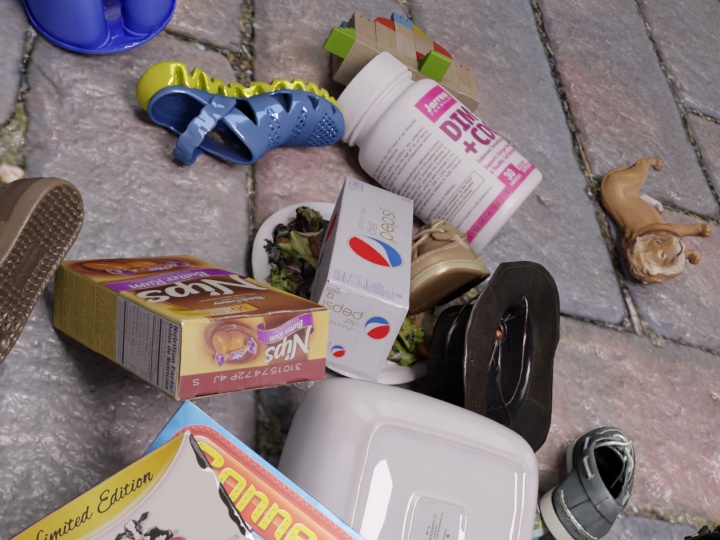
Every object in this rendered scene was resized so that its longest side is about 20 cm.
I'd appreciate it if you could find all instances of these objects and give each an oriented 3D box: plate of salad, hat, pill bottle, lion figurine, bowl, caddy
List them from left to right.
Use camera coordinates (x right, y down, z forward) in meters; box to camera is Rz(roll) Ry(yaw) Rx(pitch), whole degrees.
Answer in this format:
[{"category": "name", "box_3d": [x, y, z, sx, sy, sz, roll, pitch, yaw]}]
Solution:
[{"category": "caddy", "box_3d": [-0.254, -0.292, 1.077, 0.141, 0.105, 0.201, -19, 64, -19]}, {"category": "plate of salad", "box_3d": [-0.001, 0.011, 1.020, 0.199, 0.048, 0.201, 19, 45, -20]}, {"category": "bowl", "box_3d": [0.038, 0.182, 0.810, 0.199, 0.075, 0.201, 20, 71, -20]}, {"category": "pill bottle", "box_3d": [0.070, -0.115, 1.134, 0.200, 0.113, 0.113, 41, 41, 4]}, {"category": "hat", "box_3d": [0.104, 0.080, 0.997, 0.200, 0.081, 0.202, -9, 101, -58]}, {"category": "lion figurine", "box_3d": [0.318, -0.060, 1.306, 0.122, 0.073, 0.200, -3, 40, -25]}]

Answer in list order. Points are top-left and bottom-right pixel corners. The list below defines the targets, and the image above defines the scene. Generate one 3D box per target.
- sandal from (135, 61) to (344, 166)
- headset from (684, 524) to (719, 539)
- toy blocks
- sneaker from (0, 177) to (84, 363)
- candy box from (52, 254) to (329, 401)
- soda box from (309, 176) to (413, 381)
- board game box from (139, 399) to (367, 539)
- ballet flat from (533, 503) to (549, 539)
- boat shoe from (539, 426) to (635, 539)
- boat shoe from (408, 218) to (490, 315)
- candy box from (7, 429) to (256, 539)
[{"category": "sandal", "box_3d": [-0.106, -0.131, 1.060, 0.199, 0.080, 0.087, 1, 56, -24]}, {"category": "headset", "box_3d": [0.292, 0.309, 0.921, 0.123, 0.094, 0.201, 10, 59, -29]}, {"category": "toy blocks", "box_3d": [0.047, -0.225, 1.248, 0.199, 0.100, 0.137, 23, 31, -17]}, {"category": "sneaker", "box_3d": [-0.276, 0.013, 0.820, 0.200, 0.075, 0.071, -57, 136, -33]}, {"category": "candy box", "box_3d": [-0.125, 0.034, 0.818, 0.116, 0.057, 0.200, -4, 15, -38]}, {"category": "soda box", "box_3d": [0.000, 0.000, 0.900, 0.063, 0.068, 0.200, 20, 26, -5]}, {"category": "board game box", "box_3d": [-0.090, 0.217, 0.694, 0.200, 0.056, 0.196, 37, 72, 0]}, {"category": "ballet flat", "box_3d": [0.074, 0.178, 0.896, 0.199, 0.072, 0.069, 4, 13, -30]}, {"category": "boat shoe", "box_3d": [0.213, 0.175, 0.985, 0.073, 0.062, 0.200, 52, 27, 7]}, {"category": "boat shoe", "box_3d": [0.063, -0.007, 0.987, 0.065, 0.071, 0.200, 61, 9, 6]}, {"category": "candy box", "box_3d": [-0.101, 0.209, 0.633, 0.136, 0.061, 0.201, -31, 83, -16]}]
